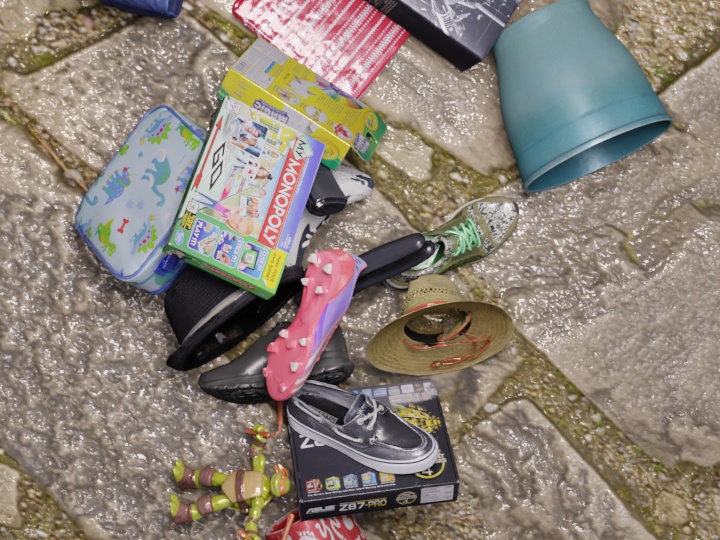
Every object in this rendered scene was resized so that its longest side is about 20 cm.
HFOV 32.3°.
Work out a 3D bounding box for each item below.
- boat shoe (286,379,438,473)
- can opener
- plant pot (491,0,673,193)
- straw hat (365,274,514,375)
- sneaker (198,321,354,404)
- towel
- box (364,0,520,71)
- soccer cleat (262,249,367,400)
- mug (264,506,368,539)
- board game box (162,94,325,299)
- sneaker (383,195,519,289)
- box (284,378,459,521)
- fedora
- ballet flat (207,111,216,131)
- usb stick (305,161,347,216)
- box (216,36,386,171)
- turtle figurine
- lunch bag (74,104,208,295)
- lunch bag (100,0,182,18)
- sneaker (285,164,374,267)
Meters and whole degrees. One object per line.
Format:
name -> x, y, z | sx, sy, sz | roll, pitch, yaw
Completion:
boat shoe -> 0.001, 0.183, 1.510 | 0.199, 0.068, 0.072 | 20, 50, 19
can opener -> 0.000, 0.000, 1.533 | 0.199, 0.063, 0.079 | -23, 70, 31
plant pot -> 0.257, -0.224, 1.544 | 0.199, 0.200, 0.189 | -23, 82, -5
straw hat -> 0.092, 0.053, 1.566 | 0.199, 0.202, 0.086 | -8, 61, -6
sneaker -> -0.109, 0.113, 1.576 | 0.198, 0.076, 0.091 | -12, 67, 3
towel -> -0.048, -0.320, 1.586 | 0.200, 0.022, 0.145 | 40, 86, -8
box -> 0.120, -0.386, 1.551 | 0.181, 0.104, 0.201 | 33, 85, -10
soccer cleat -> -0.053, 0.068, 1.492 | 0.076, 0.067, 0.201 | 7, 110, -44
mug -> -0.043, 0.400, 1.554 | 0.177, 0.133, 0.201 | -29, 91, -27
board game box -> -0.130, -0.085, 1.420 | 0.134, 0.029, 0.201 | 25, 65, -17
sneaker -> 0.118, -0.032, 1.580 | 0.199, 0.089, 0.077 | -28, 95, -4
box -> 0.012, 0.222, 1.553 | 0.198, 0.162, 0.049 | -6, 136, -6
fedora -> -0.168, 0.031, 1.498 | 0.200, 0.201, 0.092 | -37, 80, -4
ballet flat -> -0.181, -0.109, 1.564 | 0.071, 0.072, 0.202 | 11, 91, -6
usb stick -> -0.076, -0.145, 1.527 | 0.055, 0.033, 0.201 | -8, 52, -30
box -> -0.067, -0.200, 1.532 | 0.199, 0.118, 0.049 | 31, 124, -2
turtle figurine -> -0.153, 0.265, 1.560 | 0.160, 0.065, 0.202 | -5, 63, 9
lunch bag -> -0.240, -0.082, 1.499 | 0.161, 0.082, 0.200 | 42, 97, 34
lunch bag -> -0.275, -0.378, 1.469 | 0.131, 0.200, 0.137 | 11, 96, -4
sneaker -> -0.076, -0.056, 1.571 | 0.198, 0.079, 0.131 | -16, 123, -32
